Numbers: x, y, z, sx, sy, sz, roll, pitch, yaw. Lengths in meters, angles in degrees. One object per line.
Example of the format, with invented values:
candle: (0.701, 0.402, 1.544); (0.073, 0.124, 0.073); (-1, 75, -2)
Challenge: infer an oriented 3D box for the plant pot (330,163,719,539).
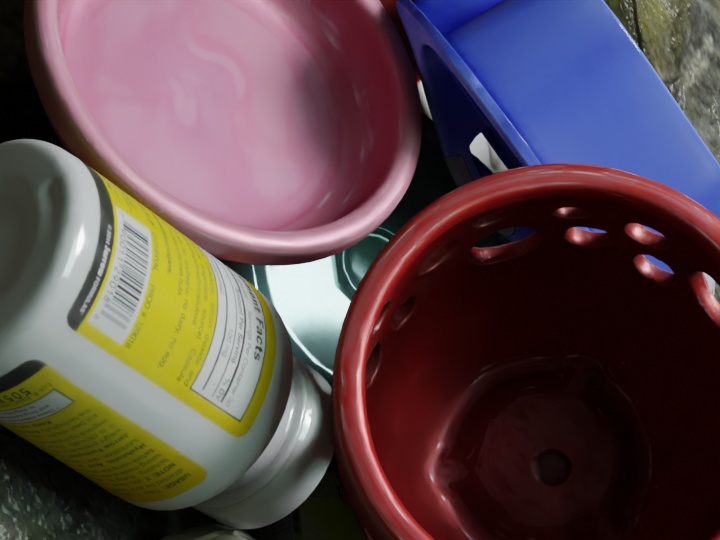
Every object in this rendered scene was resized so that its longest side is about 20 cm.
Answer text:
plant pot: (0.087, 0.070, 1.281); (0.183, 0.200, 0.201); (88, -7, -76)

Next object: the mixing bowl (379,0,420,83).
mixing bowl: (0.013, -0.195, 1.465); (0.200, 0.108, 0.201); (31, 46, -40)

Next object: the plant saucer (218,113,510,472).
plant saucer: (0.000, 0.000, 1.397); (0.199, 0.036, 0.201); (7, 75, -27)

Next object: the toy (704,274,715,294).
toy: (0.133, 0.016, 1.521); (0.115, 0.047, 0.200); (42, 34, -25)

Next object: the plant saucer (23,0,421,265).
plant saucer: (-0.068, -0.086, 1.326); (0.200, 0.051, 0.201); (17, 53, -24)

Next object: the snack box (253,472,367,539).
snack box: (0.051, 0.170, 1.394); (0.199, 0.053, 0.143); (1, 74, -32)

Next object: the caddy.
caddy: (0.093, -0.066, 1.395); (0.200, 0.105, 0.141); (52, 0, -25)

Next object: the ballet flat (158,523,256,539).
ballet flat: (-0.077, 0.149, 1.260); (0.200, 0.069, 0.070); (-12, 85, -58)

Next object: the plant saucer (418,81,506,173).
plant saucer: (0.082, -0.091, 1.613); (0.200, 0.050, 0.201); (26, 48, -33)

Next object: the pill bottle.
pill bottle: (-0.099, 0.036, 1.238); (0.200, 0.111, 0.112); (38, 45, -42)
